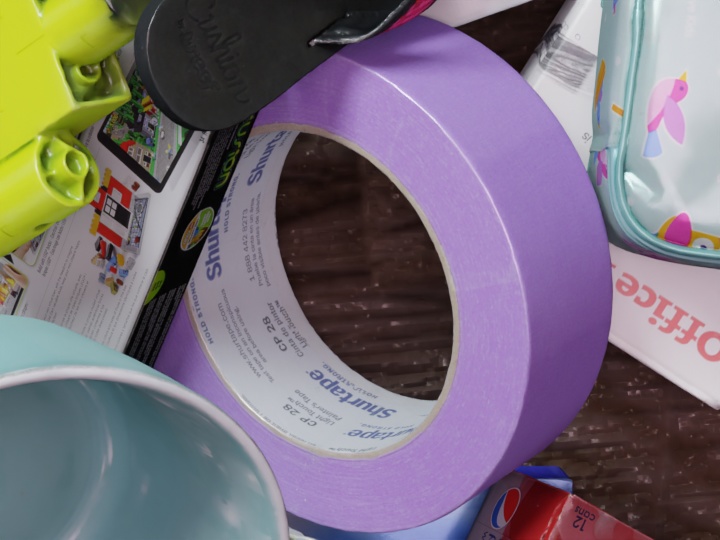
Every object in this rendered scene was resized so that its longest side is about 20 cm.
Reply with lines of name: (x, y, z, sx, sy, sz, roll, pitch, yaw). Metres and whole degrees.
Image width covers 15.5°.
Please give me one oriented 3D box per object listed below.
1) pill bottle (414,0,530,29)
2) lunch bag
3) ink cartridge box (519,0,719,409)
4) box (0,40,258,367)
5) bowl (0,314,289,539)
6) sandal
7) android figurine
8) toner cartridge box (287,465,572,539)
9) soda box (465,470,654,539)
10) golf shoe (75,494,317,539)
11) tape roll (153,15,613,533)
pill bottle: (0.015, -0.197, 1.077, 0.116, 0.116, 0.201, -19, 95, -2)
lunch bag: (0.175, -0.097, 1.025, 0.159, 0.077, 0.202, 7, 91, -3)
ink cartridge box: (0.141, -0.065, 1.106, 0.145, 0.084, 0.201, 33, 91, -4)
box: (-0.116, -0.027, 1.057, 0.110, 0.035, 0.201, 35, 123, 16)
bowl: (-0.136, 0.097, 0.972, 0.200, 0.105, 0.202, -13, 123, -20)
sandal: (0.002, -0.118, 0.972, 0.200, 0.045, 0.075, -42, 111, -28)
android figurine: (-0.158, -0.096, 1.014, 0.199, 0.041, 0.183, -25, 83, 41)
toner cartridge box: (-0.009, 0.133, 1.130, 0.198, 0.043, 0.096, -1, 92, -3)
soda box: (0.135, 0.157, 1.096, 0.199, 0.070, 0.064, 30, 85, -21)
golf shoe: (-0.025, 0.124, 1.046, 0.200, 0.097, 0.078, 36, 50, 3)
tape roll: (0.000, 0.000, 1.055, 0.199, 0.066, 0.201, 15, 117, 32)
